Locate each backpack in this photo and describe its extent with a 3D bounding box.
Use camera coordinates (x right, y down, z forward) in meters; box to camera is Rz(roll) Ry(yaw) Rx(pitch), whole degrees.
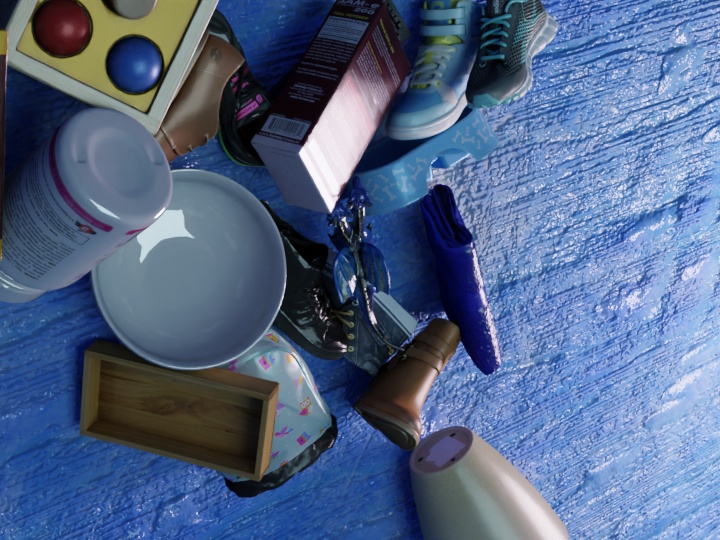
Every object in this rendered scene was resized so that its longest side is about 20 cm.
[{"bbox_3d":[-0.115,0.138,1.401,0.167,0.126,0.200,-35,124,-19],"label":"backpack"}]

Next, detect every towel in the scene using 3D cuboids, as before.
[{"bbox_3d":[0.119,0.013,1.538,0.049,0.148,0.200,-17,123,1],"label":"towel"}]

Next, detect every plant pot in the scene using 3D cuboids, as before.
[{"bbox_3d":[0.149,0.309,1.676,0.187,0.187,0.200,-38,115,-21],"label":"plant pot"}]

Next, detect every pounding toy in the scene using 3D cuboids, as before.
[{"bbox_3d":[-0.224,-0.248,1.111,0.184,0.142,0.200,25,92,-27],"label":"pounding toy"}]

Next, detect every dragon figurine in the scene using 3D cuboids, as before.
[{"bbox_3d":[0.000,0.000,1.365,0.059,0.099,0.201,-12,96,1],"label":"dragon figurine"}]

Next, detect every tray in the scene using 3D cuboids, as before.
[{"bbox_3d":[-0.187,0.141,1.306,0.037,0.199,0.099,-51,152,-65],"label":"tray"}]

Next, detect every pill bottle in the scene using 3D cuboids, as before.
[{"bbox_3d":[-0.267,-0.051,1.135,0.113,0.200,0.114,26,50,-34],"label":"pill bottle"}]

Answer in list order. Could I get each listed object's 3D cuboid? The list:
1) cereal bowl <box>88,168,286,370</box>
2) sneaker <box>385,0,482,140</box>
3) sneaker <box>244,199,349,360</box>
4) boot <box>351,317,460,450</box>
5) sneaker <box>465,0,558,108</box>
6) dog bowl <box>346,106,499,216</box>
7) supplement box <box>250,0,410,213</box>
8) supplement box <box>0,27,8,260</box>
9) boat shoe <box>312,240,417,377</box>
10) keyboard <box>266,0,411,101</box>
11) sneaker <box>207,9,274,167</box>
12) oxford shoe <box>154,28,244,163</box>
[{"bbox_3d":[-0.179,0.001,1.293,0.199,0.083,0.201,2,85,-18],"label":"cereal bowl"},{"bbox_3d":[0.079,-0.236,1.417,0.200,0.079,0.131,-46,133,-44],"label":"sneaker"},{"bbox_3d":[-0.064,0.014,1.395,0.200,0.060,0.104,36,115,-24],"label":"sneaker"},{"bbox_3d":[0.071,0.130,1.512,0.077,0.200,0.155,43,84,-4],"label":"boot"},{"bbox_3d":[0.153,-0.255,1.399,0.091,0.077,0.200,63,36,-33],"label":"sneaker"},{"bbox_3d":[0.065,-0.131,1.448,0.200,0.111,0.050,-32,112,-24],"label":"dog bowl"},{"bbox_3d":[-0.026,-0.172,1.309,0.200,0.061,0.109,-61,150,-22],"label":"supplement box"},{"bbox_3d":[-0.409,-0.109,1.044,0.197,0.133,0.201,-8,114,-37],"label":"supplement box"},{"bbox_3d":[-0.013,0.050,1.483,0.091,0.071,0.200,-54,133,-7],"label":"boat shoe"},{"bbox_3d":[-0.015,-0.203,1.406,0.200,0.021,0.127,-46,131,-14],"label":"keyboard"},{"bbox_3d":[-0.125,-0.185,1.279,0.077,0.084,0.200,-44,131,-16],"label":"sneaker"},{"bbox_3d":[-0.175,-0.131,1.209,0.071,0.071,0.200,28,99,-21],"label":"oxford shoe"}]
